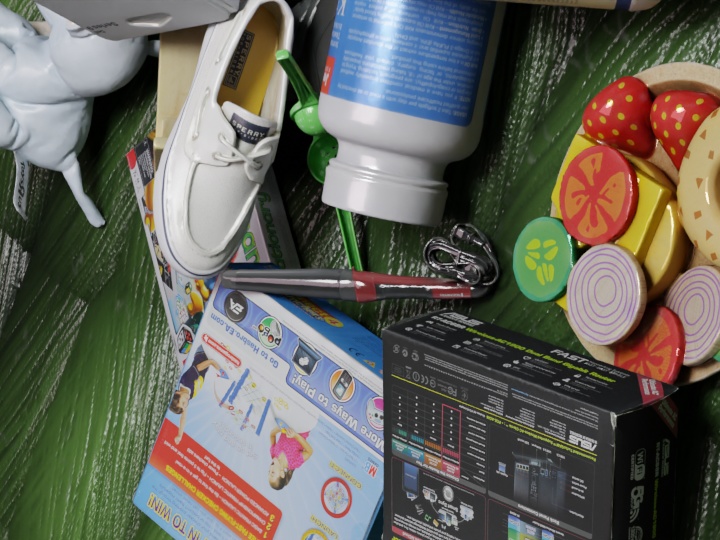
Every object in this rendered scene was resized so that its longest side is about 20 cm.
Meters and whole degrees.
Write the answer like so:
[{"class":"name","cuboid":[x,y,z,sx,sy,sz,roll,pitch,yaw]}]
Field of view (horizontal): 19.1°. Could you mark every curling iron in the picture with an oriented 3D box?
[{"class":"curling iron","cuboid":[0.000,0.000,1.435,0.198,0.026,0.050,-5,92,22]}]

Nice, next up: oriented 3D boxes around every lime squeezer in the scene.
[{"class":"lime squeezer","cuboid":[-0.029,-0.084,1.469,0.037,0.201,0.071,-1,40,21]}]

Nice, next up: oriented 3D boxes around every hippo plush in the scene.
[{"class":"hippo plush","cuboid":[-0.251,-0.167,1.695,0.161,0.158,0.201,-39,57,39]}]

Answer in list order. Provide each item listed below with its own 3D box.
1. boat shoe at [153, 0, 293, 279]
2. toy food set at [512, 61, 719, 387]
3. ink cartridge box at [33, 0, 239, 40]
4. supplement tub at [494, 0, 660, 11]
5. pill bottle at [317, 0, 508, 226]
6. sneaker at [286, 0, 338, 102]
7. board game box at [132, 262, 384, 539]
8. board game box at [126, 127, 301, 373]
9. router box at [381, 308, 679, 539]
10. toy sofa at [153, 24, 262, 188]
[{"class":"boat shoe","cuboid":[-0.086,-0.093,1.455,0.070,0.070,0.202,-2,70,66]},{"class":"toy food set","cuboid":[0.180,-0.024,1.276,0.200,0.048,0.199,36,113,44]},{"class":"ink cartridge box","cuboid":[-0.141,-0.274,1.491,0.145,0.084,0.202,-6,69,44]},{"class":"supplement tub","cuboid":[0.086,-0.232,1.268,0.198,0.145,0.147,5,90,3]},{"class":"pill bottle","cuboid":[0.033,-0.136,1.406,0.112,0.112,0.202,18,99,48]},{"class":"sneaker","cuboid":[0.004,-0.199,1.487,0.091,0.076,0.202,32,119,39]},{"class":"board game box","cuboid":[-0.047,0.127,1.483,0.199,0.056,0.197,35,112,33]},{"class":"board game box","cuboid":[-0.108,-0.031,1.612,0.126,0.034,0.202,-37,60,39]},{"class":"router box","cuboid":[0.099,0.122,1.304,0.199,0.062,0.151,19,116,44]},{"class":"toy sofa","cuboid":[-0.108,-0.160,1.569,0.098,0.082,0.202,104,167,-71]}]
